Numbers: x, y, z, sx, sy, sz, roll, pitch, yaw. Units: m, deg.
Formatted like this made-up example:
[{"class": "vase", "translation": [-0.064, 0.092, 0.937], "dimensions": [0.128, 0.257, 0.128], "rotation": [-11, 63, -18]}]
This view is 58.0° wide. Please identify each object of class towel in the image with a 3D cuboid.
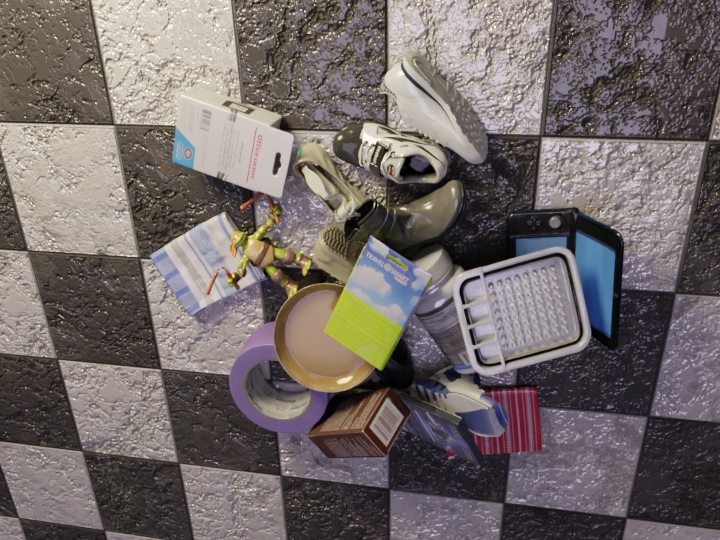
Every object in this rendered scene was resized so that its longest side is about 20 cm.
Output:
[{"class": "towel", "translation": [-0.286, -0.007, 1.215], "dimensions": [0.196, 0.024, 0.149], "rotation": [-24, 108, 22]}, {"class": "towel", "translation": [0.247, 0.290, 1.253], "dimensions": [0.193, 0.023, 0.149], "rotation": [-6, 113, 13]}]

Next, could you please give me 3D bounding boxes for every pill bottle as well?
[{"class": "pill bottle", "translation": [0.154, 0.065, 1.108], "dimensions": [0.112, 0.114, 0.202], "rotation": [-29, 107, 23]}]

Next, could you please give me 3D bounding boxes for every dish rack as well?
[{"class": "dish rack", "translation": [0.253, 0.062, 1.030], "dimensions": [0.194, 0.044, 0.177], "rotation": [-15, 100, 9]}]

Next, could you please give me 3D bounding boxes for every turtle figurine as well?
[{"class": "turtle figurine", "translation": [-0.175, -0.018, 1.155], "dimensions": [0.159, 0.064, 0.204], "rotation": [32, 86, -13]}]

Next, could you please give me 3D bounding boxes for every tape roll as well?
[{"class": "tape roll", "translation": [-0.149, 0.207, 1.259], "dimensions": [0.193, 0.085, 0.206], "rotation": [5, 117, 10]}]

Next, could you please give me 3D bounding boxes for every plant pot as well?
[{"class": "plant pot", "translation": [-0.057, 0.116, 1.149], "dimensions": [0.193, 0.028, 0.207], "rotation": [1, 108, 2]}]

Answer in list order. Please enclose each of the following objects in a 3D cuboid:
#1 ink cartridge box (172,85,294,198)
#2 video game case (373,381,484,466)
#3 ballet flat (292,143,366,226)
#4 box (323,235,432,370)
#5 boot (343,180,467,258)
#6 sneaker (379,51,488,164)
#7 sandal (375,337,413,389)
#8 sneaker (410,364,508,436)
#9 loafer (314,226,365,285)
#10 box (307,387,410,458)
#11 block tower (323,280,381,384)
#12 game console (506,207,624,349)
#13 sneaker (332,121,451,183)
[{"class": "ink cartridge box", "translation": [-0.201, -0.210, 1.071], "dimensions": [0.194, 0.067, 0.119], "rotation": [20, 118, 2]}, {"class": "video game case", "translation": [0.125, 0.281, 1.192], "dimensions": [0.196, 0.019, 0.144], "rotation": [14, 146, 42]}, {"class": "ballet flat", "translation": [-0.039, -0.120, 1.083], "dimensions": [0.069, 0.070, 0.200], "rotation": [-37, 104, 25]}, {"class": "box", "translation": [0.030, 0.049, 1.053], "dimensions": [0.120, 0.048, 0.203], "rotation": [31, 120, 7]}, {"class": "boot", "translation": [0.066, -0.085, 1.026], "dimensions": [0.128, 0.070, 0.199], "rotation": [15, 144, -33]}, {"class": "sneaker", "translation": [0.116, -0.236, 0.998], "dimensions": [0.200, 0.077, 0.080], "rotation": [47, 127, -8]}, {"class": "sandal", "translation": [0.052, 0.135, 1.182], "dimensions": [0.048, 0.074, 0.205], "rotation": [13, 130, 57]}, {"class": "sneaker", "translation": [0.190, 0.212, 1.162], "dimensions": [0.197, 0.114, 0.082], "rotation": [10, 127, 50]}, {"class": "loafer", "translation": [0.000, 0.000, 1.133], "dimensions": [0.198, 0.077, 0.068], "rotation": [38, 142, -14]}, {"class": "box", "translation": [-0.007, 0.289, 1.214], "dimensions": [0.075, 0.101, 0.198], "rotation": [49, 146, -15]}, {"class": "block tower", "translation": [-0.031, 0.123, 1.210], "dimensions": [0.057, 0.054, 0.202], "rotation": [-28, 107, 24]}, {"class": "game console", "translation": [0.322, 0.015, 1.046], "dimensions": [0.165, 0.119, 0.206], "rotation": [-2, 116, 12]}, {"class": "sneaker", "translation": [0.045, -0.181, 1.025], "dimensions": [0.193, 0.089, 0.076], "rotation": [10, 120, 8]}]
